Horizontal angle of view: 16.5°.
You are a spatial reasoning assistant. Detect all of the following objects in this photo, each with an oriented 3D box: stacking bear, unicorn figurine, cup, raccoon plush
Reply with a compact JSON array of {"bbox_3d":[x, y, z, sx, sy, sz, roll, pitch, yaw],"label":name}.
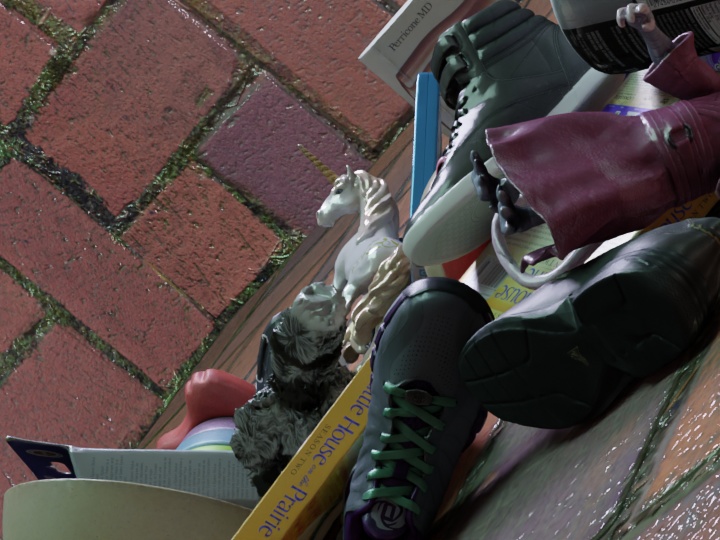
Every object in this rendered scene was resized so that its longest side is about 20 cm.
[{"bbox_3d":[-0.116,0.194,1.964,0.200,0.114,0.121,-76,12,-54],"label":"stacking bear"},{"bbox_3d":[0.000,0.000,1.812,0.200,0.074,0.137,26,95,62],"label":"unicorn figurine"},{"bbox_3d":[-0.153,0.235,1.679,0.200,0.200,0.143,141,140,-65],"label":"cup"},{"bbox_3d":[0.003,0.078,1.621,0.134,0.097,0.200,-29,-25,-42],"label":"raccoon plush"}]

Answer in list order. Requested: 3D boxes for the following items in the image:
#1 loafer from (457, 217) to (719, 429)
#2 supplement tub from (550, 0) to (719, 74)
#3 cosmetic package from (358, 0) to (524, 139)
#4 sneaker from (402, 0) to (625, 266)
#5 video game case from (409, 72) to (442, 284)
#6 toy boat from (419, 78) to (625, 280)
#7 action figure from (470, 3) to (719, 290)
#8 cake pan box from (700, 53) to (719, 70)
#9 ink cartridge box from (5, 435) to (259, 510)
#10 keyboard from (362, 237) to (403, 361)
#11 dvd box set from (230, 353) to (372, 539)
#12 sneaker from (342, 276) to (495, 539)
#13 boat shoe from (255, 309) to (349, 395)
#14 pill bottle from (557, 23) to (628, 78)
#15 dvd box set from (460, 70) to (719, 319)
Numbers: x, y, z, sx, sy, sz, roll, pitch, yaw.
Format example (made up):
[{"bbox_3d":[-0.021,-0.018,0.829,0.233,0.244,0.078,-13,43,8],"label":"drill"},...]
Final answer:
[{"bbox_3d":[0.125,0.029,1.306,0.072,0.073,0.200,-43,10,-35],"label":"loafer"},{"bbox_3d":[0.216,-0.190,1.434,0.200,0.123,0.123,-12,26,30],"label":"supplement tub"},{"bbox_3d":[0.108,-0.132,1.837,0.103,0.200,0.087,-51,4,-5],"label":"cosmetic package"},{"bbox_3d":[0.067,-0.088,1.519,0.200,0.099,0.071,-45,-20,-27],"label":"sneaker"},{"bbox_3d":[0.048,-0.019,1.725,0.200,0.018,0.143,84,-172,-53],"label":"video game case"},{"bbox_3d":[0.133,-0.043,1.581,0.131,0.131,0.200,9,55,50],"label":"toy boat"},{"bbox_3d":[0.167,-0.054,1.333,0.200,0.134,0.149,-18,-36,-3],"label":"action figure"},{"bbox_3d":[0.307,-0.217,1.578,0.184,0.052,0.200,-52,5,-41],"label":"cake pan box"},{"bbox_3d":[-0.141,0.160,1.767,0.200,0.200,0.041,83,-170,-75],"label":"ink cartridge box"},{"bbox_3d":[0.019,0.053,1.836,0.127,0.021,0.200,118,165,-44],"label":"keyboard"},{"bbox_3d":[-0.011,0.139,1.526,0.200,0.029,0.146,-52,-23,-24],"label":"dvd box set"},{"bbox_3d":[0.032,0.102,1.404,0.088,0.074,0.200,-77,-1,-55],"label":"sneaker"},{"bbox_3d":[-0.048,0.087,1.763,0.070,0.066,0.200,-27,-22,-11],"label":"boat shoe"},{"bbox_3d":[0.149,-0.098,1.735,0.200,0.111,0.111,-51,5,-13],"label":"pill bottle"},{"bbox_3d":[0.146,-0.035,1.452,0.200,0.029,0.146,-50,23,-11],"label":"dvd box set"}]
